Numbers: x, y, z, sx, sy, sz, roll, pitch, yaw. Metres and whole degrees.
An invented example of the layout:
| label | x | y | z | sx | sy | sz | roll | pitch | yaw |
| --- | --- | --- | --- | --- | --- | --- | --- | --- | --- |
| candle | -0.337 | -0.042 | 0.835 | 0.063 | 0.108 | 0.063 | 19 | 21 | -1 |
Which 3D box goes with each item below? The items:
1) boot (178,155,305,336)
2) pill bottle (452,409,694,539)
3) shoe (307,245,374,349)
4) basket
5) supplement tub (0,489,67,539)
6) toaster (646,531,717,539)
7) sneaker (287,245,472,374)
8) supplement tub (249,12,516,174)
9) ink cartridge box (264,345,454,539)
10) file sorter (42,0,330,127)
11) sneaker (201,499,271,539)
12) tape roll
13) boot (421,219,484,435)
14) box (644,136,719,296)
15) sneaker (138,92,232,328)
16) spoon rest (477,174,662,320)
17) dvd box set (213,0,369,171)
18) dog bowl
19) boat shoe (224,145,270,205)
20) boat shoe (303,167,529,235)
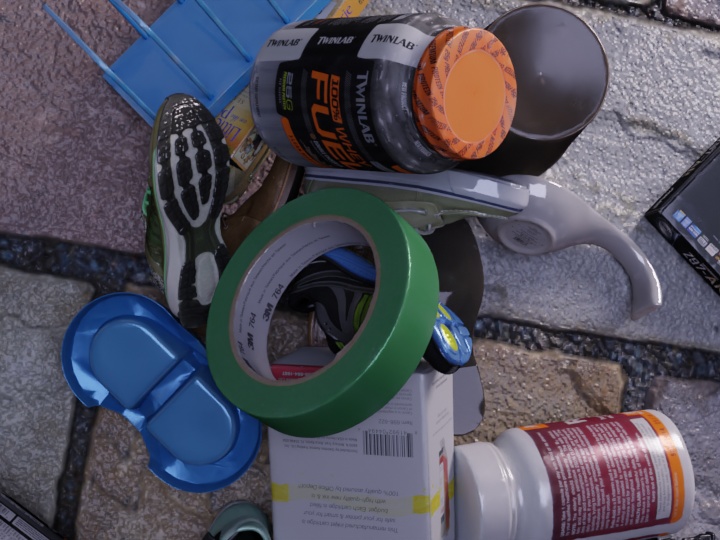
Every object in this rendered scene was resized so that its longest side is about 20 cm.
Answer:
| label | x | y | z | sx | sy | sz | roll | pitch | yaw |
| --- | --- | --- | --- | --- | --- | --- | --- | --- | --- |
| boot | -0.108 | -0.035 | 1.114 | 0.075 | 0.074 | 0.201 | 27 | 95 | 7 |
| pill bottle | 0.180 | 0.190 | 1.104 | 0.199 | 0.114 | 0.115 | -5 | 86 | -17 |
| shoe | 0.000 | 0.000 | 1.140 | 0.070 | 0.053 | 0.201 | 15 | 85 | 3 |
| basket | 0.132 | -0.151 | 1.093 | 0.180 | 0.200 | 0.137 | -11 | 87 | -7 |
| supplement tub | -0.319 | 0.250 | 1.047 | 0.200 | 0.123 | 0.123 | 39 | 82 | -3 |
| toaster | 0.228 | 0.309 | 1.117 | 0.199 | 0.114 | 0.130 | -7 | 90 | -10 |
| sneaker | 0.014 | 0.042 | 1.042 | 0.199 | 0.071 | 0.083 | 28 | 89 | 41 |
| supplement tub | 0.016 | -0.139 | 0.980 | 0.122 | 0.200 | 0.123 | -7 | 100 | -43 |
| ink cartridge box | 0.002 | 0.173 | 1.068 | 0.145 | 0.083 | 0.201 | 2 | 99 | 20 |
| file sorter | -0.150 | -0.234 | 1.064 | 0.200 | 0.123 | 0.139 | -46 | 50 | -1 |
| sneaker | -0.133 | 0.298 | 1.068 | 0.074 | 0.118 | 0.201 | 22 | 85 | -6 |
| tape roll | -0.033 | 0.032 | 1.002 | 0.048 | 0.200 | 0.201 | 38 | 80 | -45 |
| boot | 0.071 | 0.047 | 1.132 | 0.073 | 0.075 | 0.201 | -2 | 85 | -6 |
| box | 0.398 | -0.038 | 1.195 | 0.160 | 0.044 | 0.200 | -43 | 91 | -8 |
| sneaker | -0.163 | -0.053 | 1.053 | 0.077 | 0.088 | 0.201 | -22 | 121 | -43 |
| spoon rest | 0.194 | -0.029 | 1.156 | 0.200 | 0.099 | 0.061 | 32 | 54 | -16 |
| dvd box set | -0.096 | -0.196 | 1.110 | 0.146 | 0.029 | 0.200 | 28 | 79 | 38 |
| dog bowl | -0.171 | 0.104 | 1.102 | 0.200 | 0.050 | 0.111 | 45 | 97 | -1 |
| boat shoe | -0.083 | -0.154 | 1.141 | 0.073 | 0.063 | 0.201 | 23 | 75 | 38 |
| boat shoe | 0.046 | -0.062 | 1.090 | 0.199 | 0.072 | 0.062 | 9 | 97 | 13 |
